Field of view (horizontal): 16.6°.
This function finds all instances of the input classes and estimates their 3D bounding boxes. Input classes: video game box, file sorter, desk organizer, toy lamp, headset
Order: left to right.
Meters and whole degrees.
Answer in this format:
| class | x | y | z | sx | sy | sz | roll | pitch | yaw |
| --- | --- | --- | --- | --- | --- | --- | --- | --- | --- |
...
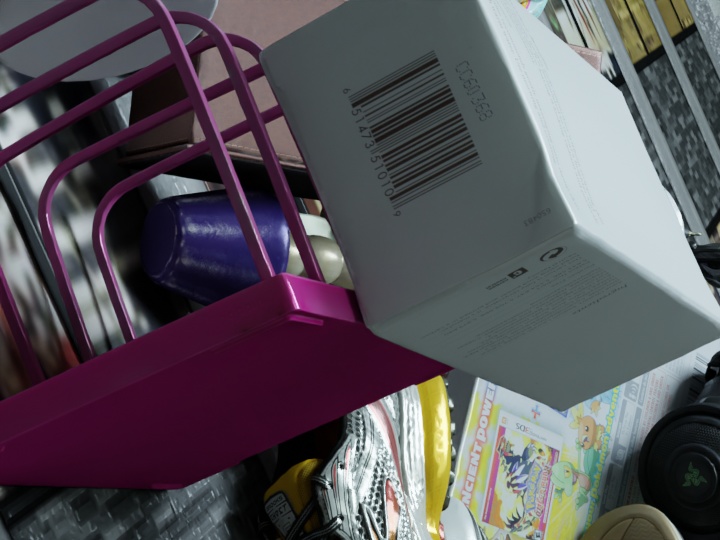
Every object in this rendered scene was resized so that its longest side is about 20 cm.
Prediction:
| class | x | y | z | sx | sy | sz | roll | pitch | yaw |
| --- | --- | --- | --- | --- | --- | --- | --- | --- | --- |
| file sorter | -0.067 | -0.007 | 0.857 | 0.126 | 0.139 | 0.200 | 69 | 16 | 13 |
| toy lamp | 0.000 | 0.000 | 1.061 | 0.199 | 0.058 | 0.058 | 9 | 52 | -31 |
| desk organizer | 0.003 | -0.070 | 1.056 | 0.199 | 0.072 | 0.077 | 9 | 83 | -29 |
| video game box | 0.096 | 0.083 | 1.193 | 0.182 | 0.047 | 0.201 | 31 | 67 | -44 |
| headset | 0.172 | 0.077 | 1.208 | 0.123 | 0.094 | 0.201 | -42 | 134 | -48 |

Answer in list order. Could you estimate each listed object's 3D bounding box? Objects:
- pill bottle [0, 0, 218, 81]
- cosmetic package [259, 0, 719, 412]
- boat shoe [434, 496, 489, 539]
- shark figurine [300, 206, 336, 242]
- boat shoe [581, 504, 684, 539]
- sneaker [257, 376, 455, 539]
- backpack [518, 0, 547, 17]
| class | x | y | z | sx | sy | sz | roll | pitch | yaw |
| --- | --- | --- | --- | --- | --- | --- | --- | --- | --- |
| pill bottle | -0.119 | -0.181 | 0.959 | 0.120 | 0.119 | 0.201 | 36 | 35 | -60 |
| cosmetic package | 0.053 | -0.025 | 0.876 | 0.200 | 0.081 | 0.113 | 31 | 35 | -64 |
| boat shoe | 0.063 | 0.194 | 1.064 | 0.071 | 0.063 | 0.201 | 156 | -75 | -67 |
| shark figurine | 0.014 | -0.040 | 1.233 | 0.128 | 0.090 | 0.215 | 27 | 67 | -7 |
| boat shoe | 0.145 | 0.209 | 1.141 | 0.065 | 0.072 | 0.201 | 28 | 45 | -55 |
| sneaker | -0.007 | 0.120 | 1.022 | 0.082 | 0.078 | 0.201 | 16 | 52 | -35 |
| backpack | -0.005 | -0.148 | 1.153 | 0.199 | 0.127 | 0.168 | 8 | 58 | -31 |
